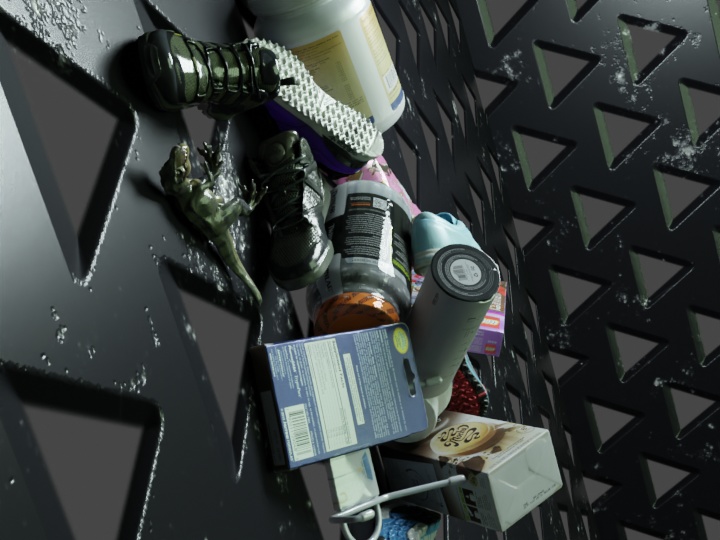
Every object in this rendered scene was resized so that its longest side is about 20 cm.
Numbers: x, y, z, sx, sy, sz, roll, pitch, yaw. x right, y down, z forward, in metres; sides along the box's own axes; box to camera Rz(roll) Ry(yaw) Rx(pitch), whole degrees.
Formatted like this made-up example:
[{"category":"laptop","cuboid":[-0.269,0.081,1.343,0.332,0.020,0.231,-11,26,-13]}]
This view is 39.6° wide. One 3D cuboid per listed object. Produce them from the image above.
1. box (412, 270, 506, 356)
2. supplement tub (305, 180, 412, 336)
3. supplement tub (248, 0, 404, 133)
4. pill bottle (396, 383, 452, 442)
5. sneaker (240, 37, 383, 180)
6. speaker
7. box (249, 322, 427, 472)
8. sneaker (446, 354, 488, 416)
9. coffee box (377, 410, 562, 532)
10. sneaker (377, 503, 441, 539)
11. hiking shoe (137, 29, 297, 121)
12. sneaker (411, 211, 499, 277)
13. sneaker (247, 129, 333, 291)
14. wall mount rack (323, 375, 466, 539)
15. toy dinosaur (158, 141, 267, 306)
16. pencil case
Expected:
[{"category":"box","cuboid":[0.087,0.044,1.291,0.137,0.198,0.039,-72,170,-61]},{"category":"supplement tub","cuboid":[0.000,0.000,1.166,0.201,0.122,0.123,-86,156,-46]},{"category":"supplement tub","cuboid":[-0.041,-0.259,1.196,0.145,0.143,0.201,-79,151,-55]},{"category":"pill bottle","cuboid":[0.067,0.128,1.302,0.200,0.111,0.113,-75,148,-59]},{"category":"sneaker","cuboid":[-0.078,-0.170,1.132,0.200,0.099,0.070,39,47,-15]},{"category":"speaker","cuboid":[0.093,0.063,1.141,0.201,0.081,0.082,107,-14,-50]},{"category":"box","cuboid":[-0.017,0.124,1.017,0.199,0.032,0.122,-6,81,-43]},{"category":"sneaker","cuboid":[0.161,0.160,1.651,0.096,0.079,0.201,-74,147,-63]},{"category":"coffee box","cuboid":[0.131,0.239,1.230,0.113,0.199,0.080,-26,106,-35]},{"category":"sneaker","cuboid":[0.047,0.338,1.175,0.200,0.074,0.087,-26,121,-74]},{"category":"hiking shoe","cuboid":[-0.130,-0.189,0.923,0.200,0.100,0.076,-13,88,-74]},{"category":"sneaker","cuboid":[0.119,-0.028,1.224,0.200,0.073,0.083,21,61,-65]},{"category":"sneaker","cuboid":[-0.078,-0.069,1.054,0.200,0.076,0.115,-88,156,-50]},{"category":"wall mount rack","cuboid":[0.026,0.197,1.104,0.173,0.074,0.202,-9,84,-47]},{"category":"toy dinosaur","cuboid":[-0.130,-0.061,0.923,0.200,0.047,0.089,59,38,-46]},{"category":"pencil case","cuboid":[0.024,-0.089,1.290,0.200,0.083,0.087,52,29,-12]}]
